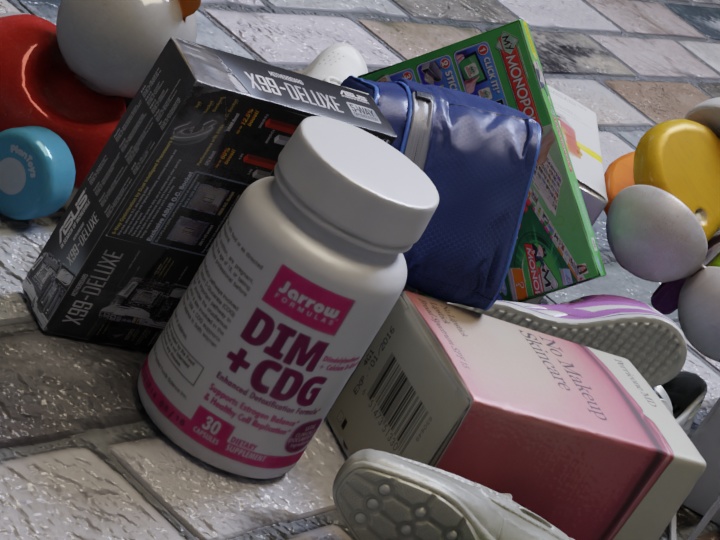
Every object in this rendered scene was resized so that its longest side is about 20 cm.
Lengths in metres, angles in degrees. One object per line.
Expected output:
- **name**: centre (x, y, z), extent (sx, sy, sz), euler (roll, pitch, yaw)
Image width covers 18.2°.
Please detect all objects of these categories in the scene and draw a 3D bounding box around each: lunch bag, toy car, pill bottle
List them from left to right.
- **toy car**: centre (-0.184, -0.155, 1.538), extent (0.177, 0.200, 0.184), euler (39, 22, 19)
- **pill bottle**: centre (-0.042, 0.015, 1.351), extent (0.113, 0.200, 0.113), euler (26, 22, -11)
- **lunch bag**: centre (0.027, -0.060, 1.516), extent (0.132, 0.136, 0.200), euler (14, 3, -11)
- **toy car**: centre (0.270, -0.020, 1.762), extent (0.200, 0.150, 0.175), euler (48, 56, -4)

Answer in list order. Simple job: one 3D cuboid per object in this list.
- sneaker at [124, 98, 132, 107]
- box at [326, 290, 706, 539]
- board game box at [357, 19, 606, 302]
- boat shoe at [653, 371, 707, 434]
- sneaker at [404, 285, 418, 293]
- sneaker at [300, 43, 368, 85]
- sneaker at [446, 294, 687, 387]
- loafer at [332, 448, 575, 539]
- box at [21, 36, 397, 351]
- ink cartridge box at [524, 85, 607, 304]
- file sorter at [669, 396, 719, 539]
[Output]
- **sneaker**: centre (-0.139, -0.124, 1.669), extent (0.200, 0.076, 0.091), euler (31, -15, 18)
- **box**: centre (0.100, 0.110, 1.462), extent (0.200, 0.109, 0.128), euler (17, 25, -33)
- **board game box**: centre (0.090, -0.071, 1.688), extent (0.029, 0.134, 0.201), euler (-4, 77, -74)
- **boat shoe**: centre (0.196, 0.107, 1.659), extent (0.074, 0.067, 0.200), euler (38, 22, 17)
- **sneaker**: centre (0.000, 0.000, 1.628), extent (0.077, 0.073, 0.200), euler (18, 20, -8)
- **sneaker**: centre (-0.020, -0.103, 1.717), extent (0.074, 0.087, 0.200), euler (20, 48, -12)
- **sneaker**: centre (0.134, 0.052, 1.654), extent (0.200, 0.073, 0.114), euler (5, 12, 0)
- **loafer**: centre (0.068, 0.163, 1.361), extent (0.200, 0.070, 0.070), euler (34, 23, -19)
- **box**: centre (-0.095, -0.036, 1.397), extent (0.157, 0.200, 0.050), euler (12, 33, -38)
- **ink cartridge box**: centre (0.125, -0.055, 1.815), extent (0.083, 0.145, 0.200), euler (29, 22, -9)
- **file sorter**: centre (0.332, 0.176, 1.596), extent (0.200, 0.139, 0.125), euler (30, 24, -5)
